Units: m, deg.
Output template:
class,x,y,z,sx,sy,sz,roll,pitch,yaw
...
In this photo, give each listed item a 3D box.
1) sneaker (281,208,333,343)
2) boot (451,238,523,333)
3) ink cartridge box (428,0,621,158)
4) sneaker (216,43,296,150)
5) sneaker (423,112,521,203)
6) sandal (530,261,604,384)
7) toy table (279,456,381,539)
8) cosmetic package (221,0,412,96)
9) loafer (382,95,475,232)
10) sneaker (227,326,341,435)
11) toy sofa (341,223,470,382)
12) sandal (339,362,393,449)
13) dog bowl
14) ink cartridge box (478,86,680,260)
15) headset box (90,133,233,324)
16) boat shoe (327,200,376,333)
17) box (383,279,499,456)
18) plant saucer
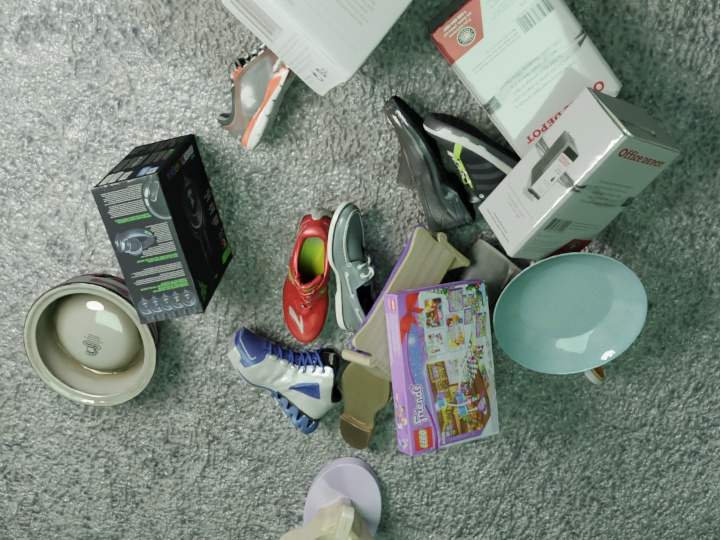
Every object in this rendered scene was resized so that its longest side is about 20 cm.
class,x,y,z,sx,sy,sz,roll,pitch,yaw
sneaker,-0.077,0.016,1.162,0.075,0.085,0.204,8,114,2
boot,0.171,0.088,1.151,0.181,0.072,0.201,42,78,-17
ink cartridge box,0.197,-0.260,1.010,0.146,0.083,0.201,-36,108,17
sneaker,-0.127,-0.252,1.054,0.081,0.077,0.202,29,112,-2
sneaker,0.155,-0.125,1.076,0.197,0.072,0.084,28,110,-18
sandal,0.305,0.068,1.161,0.058,0.079,0.208,-28,108,18
toy table,-0.034,0.414,1.321,0.179,0.118,0.204,3,116,3
cosmetic package,-0.027,-0.332,0.923,0.164,0.165,0.201,40,86,-14
loafer,0.076,-0.131,1.094,0.071,0.073,0.202,-26,109,20
sneaker,-0.095,0.141,1.230,0.114,0.081,0.200,-36,114,14
toy sofa,0.050,0.040,1.107,0.097,0.082,0.202,35,77,-24
sandal,0.016,0.179,1.245,0.077,0.070,0.214,28,137,15
dog bowl,-0.386,0.095,1.227,0.195,0.074,0.204,1,115,3
ink cartridge box,0.263,-0.109,1.006,0.145,0.084,0.201,3,137,-45
headset box,-0.251,-0.051,1.095,0.091,0.175,0.204,-10,113,9
boat shoe,0.000,0.000,1.148,0.061,0.073,0.204,17,126,30
box,0.105,0.121,1.067,0.134,0.039,0.205,-7,95,-25
plant saucer,0.269,0.049,1.086,0.196,0.039,0.204,0,127,1
